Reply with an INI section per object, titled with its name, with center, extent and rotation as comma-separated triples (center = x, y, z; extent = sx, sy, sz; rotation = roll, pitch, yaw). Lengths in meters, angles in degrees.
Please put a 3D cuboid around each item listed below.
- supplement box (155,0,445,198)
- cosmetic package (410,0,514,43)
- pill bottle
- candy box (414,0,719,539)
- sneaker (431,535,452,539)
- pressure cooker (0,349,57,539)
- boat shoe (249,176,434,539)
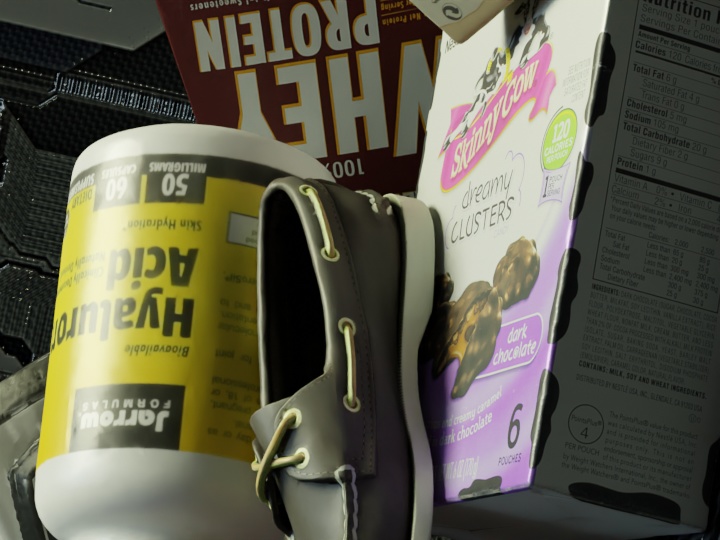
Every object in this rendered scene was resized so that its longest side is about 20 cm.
[supplement box]
center = 0.007, -0.132, 1.133
extent = 0.198, 0.132, 0.201
rotation = -68, -35, -57
[cosmetic package]
center = 0.083, -0.174, 0.893
extent = 0.200, 0.073, 0.104
rotation = -35, 16, 51
[pill bottle]
center = -0.069, 0.054, 1.018
extent = 0.111, 0.110, 0.202
rotation = 118, 157, -69
[candy box]
center = 0.074, -0.006, 0.940
extent = 0.168, 0.071, 0.202
rotation = 155, 127, -68
[sneaker]
center = 0.049, 0.065, 1.134
extent = 0.082, 0.077, 0.202
rotation = -146, 68, -82
[pressure cooker]
center = -0.101, 0.133, 1.264
extent = 0.178, 0.201, 0.176
rotation = -25, -8, -46
[boat shoe]
center = -0.012, 0.057, 0.938
extent = 0.072, 0.060, 0.202
rotation = 131, 148, -49
